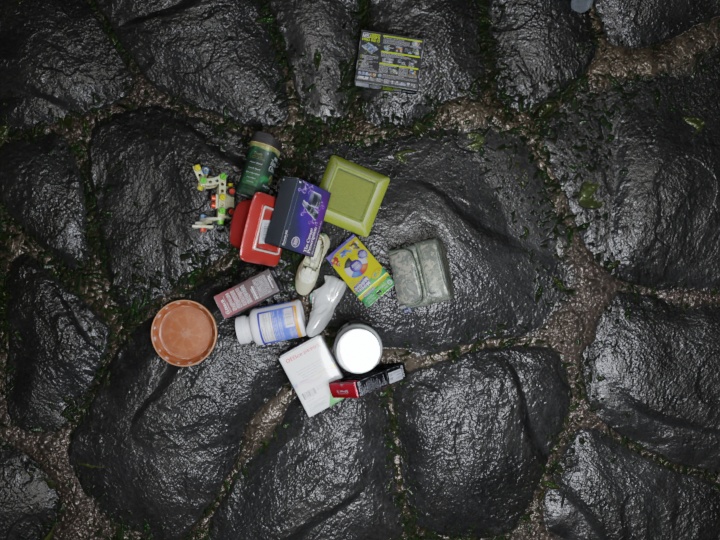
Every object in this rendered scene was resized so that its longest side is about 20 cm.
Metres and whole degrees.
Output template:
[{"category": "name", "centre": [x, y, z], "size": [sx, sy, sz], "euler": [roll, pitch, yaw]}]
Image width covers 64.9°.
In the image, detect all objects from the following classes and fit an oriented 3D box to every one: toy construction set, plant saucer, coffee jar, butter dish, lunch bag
[{"category": "toy construction set", "centre": [-0.444, -0.212, 1.701], "size": [0.130, 0.092, 0.202], "euler": [3, 98, -25]}, {"category": "plant saucer", "centre": [-0.535, 0.190, 1.726], "size": [0.198, 0.032, 0.202], "euler": [0, 90, 0]}, {"category": "plant saucer", "centre": [-0.034, -0.231, 1.730], "size": [0.198, 0.048, 0.201], "euler": [22, 89, 0]}, {"category": "coffee jar", "centre": [-0.301, -0.310, 1.697], "size": [0.085, 0.104, 0.202], "euler": [16, 90, 11]}, {"category": "butter dish", "centre": [-0.320, -0.129, 1.678], "size": [0.147, 0.199, 0.202], "euler": [15, 90, 25]}, {"category": "lunch bag", "centre": [0.177, 0.014, 1.686], "size": [0.166, 0.139, 0.202], "euler": [-13, 88, 18]}]

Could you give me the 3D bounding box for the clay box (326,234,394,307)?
[{"category": "clay box", "centre": [0.000, 0.000, 1.688], "size": [0.115, 0.048, 0.200], "euler": [-41, 62, -1]}]

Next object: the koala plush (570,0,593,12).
[{"category": "koala plush", "centre": [0.669, -0.930, 1.698], "size": [0.176, 0.184, 0.201], "euler": [25, 77, -1]}]

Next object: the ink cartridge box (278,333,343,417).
[{"category": "ink cartridge box", "centre": [-0.137, 0.311, 1.704], "size": [0.144, 0.088, 0.201], "euler": [-28, 91, -2]}]

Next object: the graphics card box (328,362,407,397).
[{"category": "graphics card box", "centre": [0.023, 0.318, 1.642], "size": [0.199, 0.125, 0.051], "euler": [-14, 88, -40]}]

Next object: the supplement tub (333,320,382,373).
[{"category": "supplement tub", "centre": [-0.008, 0.222, 1.650], "size": [0.139, 0.200, 0.142], "euler": [0, 90, -1]}]

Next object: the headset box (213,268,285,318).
[{"category": "headset box", "centre": [-0.333, 0.071, 1.672], "size": [0.199, 0.149, 0.076], "euler": [-27, 90, -2]}]

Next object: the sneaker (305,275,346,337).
[{"category": "sneaker", "centre": [-0.124, 0.105, 1.711], "size": [0.088, 0.075, 0.201], "euler": [24, 68, 15]}]

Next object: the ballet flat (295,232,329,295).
[{"category": "ballet flat", "centre": [-0.150, -0.021, 1.718], "size": [0.069, 0.069, 0.202], "euler": [20, 89, -1]}]

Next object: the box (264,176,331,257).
[{"category": "box", "centre": [-0.181, -0.155, 1.651], "size": [0.141, 0.078, 0.202], "euler": [17, 87, -45]}]

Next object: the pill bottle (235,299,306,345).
[{"category": "pill bottle", "centre": [-0.267, 0.160, 1.691], "size": [0.198, 0.112, 0.113], "euler": [-12, 90, 0]}]

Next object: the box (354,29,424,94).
[{"category": "box", "centre": [0.088, -0.638, 1.738], "size": [0.198, 0.044, 0.162], "euler": [8, 89, -1]}]
